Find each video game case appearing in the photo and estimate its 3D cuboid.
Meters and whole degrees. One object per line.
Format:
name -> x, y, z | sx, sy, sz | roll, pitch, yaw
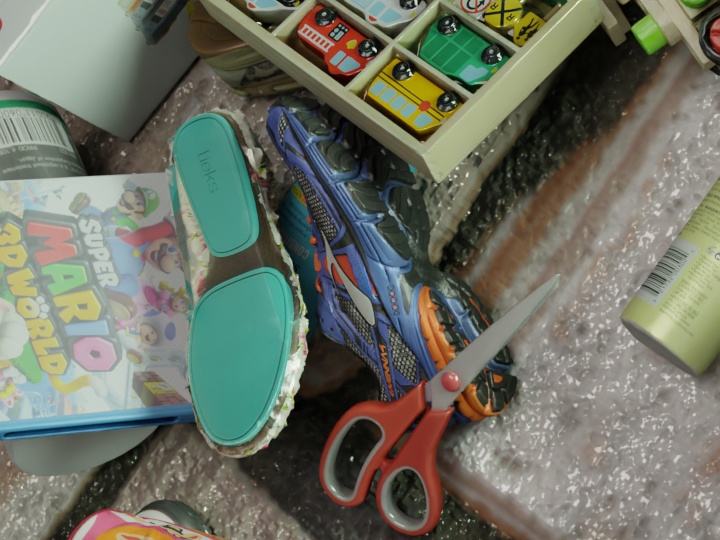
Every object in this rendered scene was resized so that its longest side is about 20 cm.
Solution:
video game case -> -0.156, 0.017, 1.210 | 0.018, 0.199, 0.144 | 128, 133, -57

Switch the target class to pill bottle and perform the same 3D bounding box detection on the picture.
pill bottle -> -0.187, 0.007, 1.287 | 0.113, 0.113, 0.201 | -34, 63, 15

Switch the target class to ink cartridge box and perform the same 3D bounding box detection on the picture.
ink cartridge box -> -0.151, -0.206, 1.309 | 0.200, 0.144, 0.145 | -50, 61, 7

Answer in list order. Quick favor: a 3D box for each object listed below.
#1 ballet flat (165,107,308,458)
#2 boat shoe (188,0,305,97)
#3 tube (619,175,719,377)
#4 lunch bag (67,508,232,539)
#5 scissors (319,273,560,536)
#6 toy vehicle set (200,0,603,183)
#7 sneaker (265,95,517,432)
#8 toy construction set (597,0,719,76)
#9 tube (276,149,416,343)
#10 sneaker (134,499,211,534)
ballet flat -> -0.059, 0.008, 1.205 | 0.075, 0.064, 0.201 | -14, 66, 17
boat shoe -> 0.004, -0.142, 1.267 | 0.199, 0.063, 0.074 | -7, 55, 23
tube -> 0.208, -0.040, 1.134 | 0.058, 0.052, 0.201 | 36, 88, -1
lunch bag -> -0.091, 0.218, 1.128 | 0.081, 0.200, 0.177 | 16, 86, 31
scissors -> 0.035, 0.059, 1.152 | 0.073, 0.014, 0.201 | 35, 129, 14
toy vehicle set -> 0.017, -0.141, 1.201 | 0.124, 0.027, 0.200 | -45, 52, -9
sneaker -> 0.000, 0.000, 1.190 | 0.078, 0.075, 0.201 | -30, 85, 26
toy construction set -> 0.188, -0.177, 1.154 | 0.200, 0.092, 0.132 | -38, 79, 20
tube -> -0.028, -0.013, 1.253 | 0.077, 0.050, 0.201 | 42, 102, 44
sneaker -> -0.147, 0.213, 1.230 | 0.073, 0.080, 0.201 | 30, 89, 32
